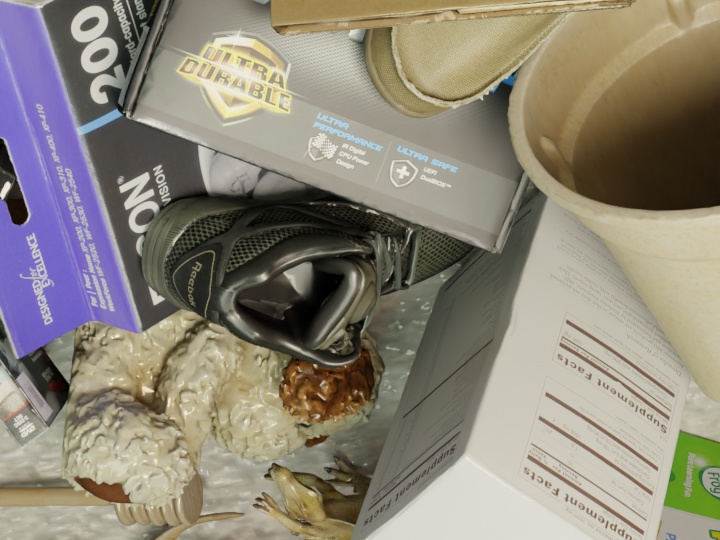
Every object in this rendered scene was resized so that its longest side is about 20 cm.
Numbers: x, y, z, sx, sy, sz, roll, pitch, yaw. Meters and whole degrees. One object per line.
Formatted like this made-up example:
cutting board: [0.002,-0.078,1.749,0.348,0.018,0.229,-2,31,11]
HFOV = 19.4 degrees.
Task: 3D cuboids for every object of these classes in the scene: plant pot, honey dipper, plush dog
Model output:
plant pot: [0.193,-0.031,0.988,0.200,0.200,0.184,-11,132,20]
honey dipper: [-0.198,0.142,1.325,0.200,0.038,0.038,-2,125,17]
plush dog: [-0.072,0.054,1.175,0.172,0.200,0.161,4,85,-4]

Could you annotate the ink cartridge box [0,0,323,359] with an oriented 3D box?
ink cartridge box: [-0.109,-0.073,1.060,0.043,0.200,0.198,30,143,46]

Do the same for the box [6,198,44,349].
box: [-0.286,0.001,1.240,0.200,0.041,0.119,12,127,8]

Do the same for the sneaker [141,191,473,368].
sneaker: [0.000,0.000,1.076,0.199,0.114,0.076,-6,118,-37]

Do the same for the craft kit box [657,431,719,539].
craft kit box: [0.118,0.150,1.153,0.197,0.200,0.049,19,127,-1]

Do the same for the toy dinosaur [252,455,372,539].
toy dinosaur: [0.008,0.147,1.238,0.200,0.058,0.101,13,180,-41]

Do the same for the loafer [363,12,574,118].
loafer: [0.080,-0.152,0.966,0.076,0.067,0.200,41,88,-14]

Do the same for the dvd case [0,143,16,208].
dvd case: [-0.270,-0.097,1.103,0.200,0.150,0.025,31,92,-11]

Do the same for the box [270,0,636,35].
box: [0.037,-0.209,0.938,0.163,0.021,0.200,-3,81,16]

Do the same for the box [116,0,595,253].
box: [0.002,-0.115,1.015,0.200,0.046,0.159,20,94,-14]

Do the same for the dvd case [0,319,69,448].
dvd case: [-0.224,-0.001,1.111,0.022,0.146,0.200,-37,96,0]

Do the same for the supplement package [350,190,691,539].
supplement package: [0.088,0.076,1.070,0.110,0.200,0.114,33,135,-12]

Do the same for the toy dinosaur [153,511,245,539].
toy dinosaur: [-0.146,0.208,1.359,0.106,0.060,0.200,-3,133,-18]
